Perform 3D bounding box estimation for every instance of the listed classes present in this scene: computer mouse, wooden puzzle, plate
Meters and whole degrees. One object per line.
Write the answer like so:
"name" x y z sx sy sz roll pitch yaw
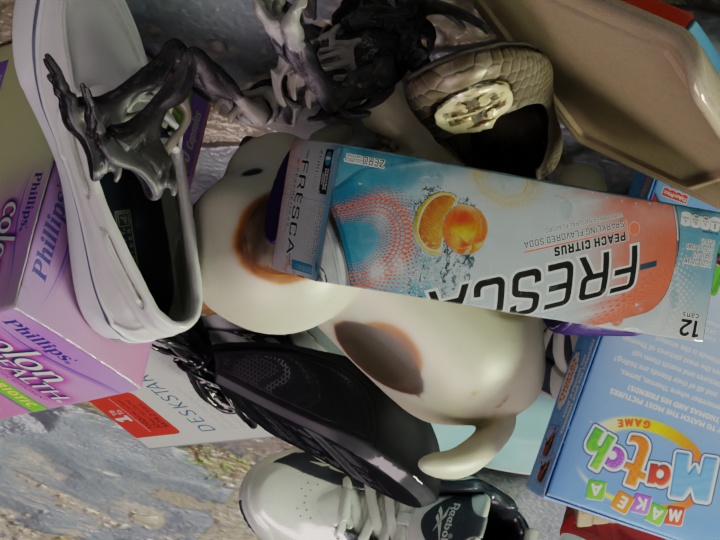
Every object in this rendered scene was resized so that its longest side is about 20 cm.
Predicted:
"computer mouse" -0.029 0.065 1.420 0.199 0.053 0.139 26 165 30
"wooden puzzle" 0.127 -0.088 1.182 0.200 0.037 0.185 36 173 42
"plate" 0.113 0.088 1.609 0.199 0.026 0.200 6 157 3

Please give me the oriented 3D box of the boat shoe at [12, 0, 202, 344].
"boat shoe" -0.116 -0.064 1.272 0.073 0.201 0.065 -21 -171 -38

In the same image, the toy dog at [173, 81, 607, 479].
"toy dog" 0.000 0.000 1.336 0.199 0.195 0.139 20 165 -29

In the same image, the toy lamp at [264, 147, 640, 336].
"toy lamp" 0.055 -0.012 1.248 0.199 0.059 0.058 18 152 -19

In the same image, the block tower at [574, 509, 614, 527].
"block tower" 0.227 0.112 1.543 0.199 0.054 0.058 -4 152 0

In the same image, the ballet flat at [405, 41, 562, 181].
"ballet flat" 0.065 -0.065 1.214 0.067 0.047 0.200 -13 168 7

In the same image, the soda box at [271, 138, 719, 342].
"soda box" 0.064 -0.013 1.182 0.199 0.064 0.068 9 -178 -21

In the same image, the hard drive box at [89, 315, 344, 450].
"hard drive box" -0.084 0.034 1.548 0.199 0.077 0.156 -8 146 34

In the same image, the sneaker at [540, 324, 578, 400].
"sneaker" 0.142 0.016 1.431 0.079 0.130 0.199 10 -169 0

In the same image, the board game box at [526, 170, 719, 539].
"board game box" 0.189 0.044 1.329 0.151 0.201 0.037 20 178 -15

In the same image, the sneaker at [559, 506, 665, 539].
"sneaker" 0.224 0.192 1.677 0.199 0.116 0.078 -2 150 26

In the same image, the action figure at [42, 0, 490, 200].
"action figure" -0.042 -0.109 1.200 0.119 0.199 0.103 37 148 64

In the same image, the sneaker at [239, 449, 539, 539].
"sneaker" 0.028 0.163 1.696 0.198 0.080 0.129 22 166 -19

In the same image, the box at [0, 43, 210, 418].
"box" -0.198 -0.019 1.384 0.199 0.177 0.097 -14 143 40
